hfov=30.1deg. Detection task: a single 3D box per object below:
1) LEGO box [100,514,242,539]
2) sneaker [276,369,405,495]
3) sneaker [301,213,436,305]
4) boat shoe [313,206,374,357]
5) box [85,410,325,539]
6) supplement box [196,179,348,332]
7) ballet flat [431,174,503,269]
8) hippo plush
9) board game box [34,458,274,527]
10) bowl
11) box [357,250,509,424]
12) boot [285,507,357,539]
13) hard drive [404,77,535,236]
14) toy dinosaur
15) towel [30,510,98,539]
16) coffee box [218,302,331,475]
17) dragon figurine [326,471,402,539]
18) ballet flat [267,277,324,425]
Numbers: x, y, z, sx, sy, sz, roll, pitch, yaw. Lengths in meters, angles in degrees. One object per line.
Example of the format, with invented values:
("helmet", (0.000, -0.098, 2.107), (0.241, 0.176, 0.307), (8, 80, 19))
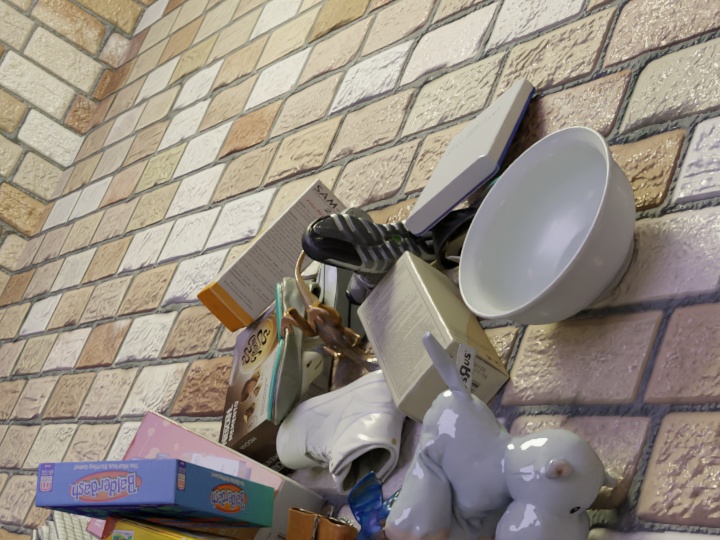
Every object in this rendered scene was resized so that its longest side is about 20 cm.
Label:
("LEGO box", (-0.131, 0.285, 1.220), (0.200, 0.149, 0.077), (0, 75, 53))
("sneaker", (-0.029, 0.192, 1.426), (0.200, 0.074, 0.116), (-36, 30, 38))
("sneaker", (0.000, 0.000, 1.484), (0.116, 0.200, 0.075), (-51, 53, 36))
("boat shoe", (-0.029, 0.013, 1.628), (0.067, 0.073, 0.200), (-33, 35, 42))
("box", (-0.168, 0.266, 1.455), (0.200, 0.106, 0.153), (20, 78, 30))
("supplement box", (-0.109, -0.016, 1.719), (0.200, 0.074, 0.126), (-46, 6, -14))
("ballet flat", (0.138, -0.044, 1.405), (0.200, 0.068, 0.069), (147, 137, -61))
("hippo plush", (0.132, 0.173, 1.113), (0.160, 0.159, 0.201), (11, 85, 32))
("board game box", (-0.195, 0.220, 1.306), (0.152, 0.200, 0.045), (-5, 73, 23))
("bowl", (0.189, -0.026, 1.246), (0.201, 0.090, 0.201), (-42, 30, 31))
("box", (0.069, 0.073, 1.370), (0.095, 0.078, 0.200), (-51, 26, 16))
("boot", (-0.080, 0.329, 1.291), (0.188, 0.068, 0.201), (-8, 75, 59))
("hard drive", (0.124, -0.128, 1.488), (0.132, 0.025, 0.200), (-40, 12, 35))
("toy dinosaur", (-0.047, 0.052, 1.507), (0.060, 0.106, 0.200), (-45, 67, 15))
("towel", (-0.322, 0.387, 1.645), (0.086, 0.165, 0.200), (-62, 24, 5))
("coffee box", (-0.100, 0.142, 1.605), (0.113, 0.080, 0.200), (-39, 30, 36))
("dragon figurine", (0.023, 0.232, 1.286), (0.200, 0.059, 0.100), (-55, 32, 26))
("ballet flat", (-0.069, 0.088, 1.521), (0.067, 0.064, 0.200), (100, 173, -48))
